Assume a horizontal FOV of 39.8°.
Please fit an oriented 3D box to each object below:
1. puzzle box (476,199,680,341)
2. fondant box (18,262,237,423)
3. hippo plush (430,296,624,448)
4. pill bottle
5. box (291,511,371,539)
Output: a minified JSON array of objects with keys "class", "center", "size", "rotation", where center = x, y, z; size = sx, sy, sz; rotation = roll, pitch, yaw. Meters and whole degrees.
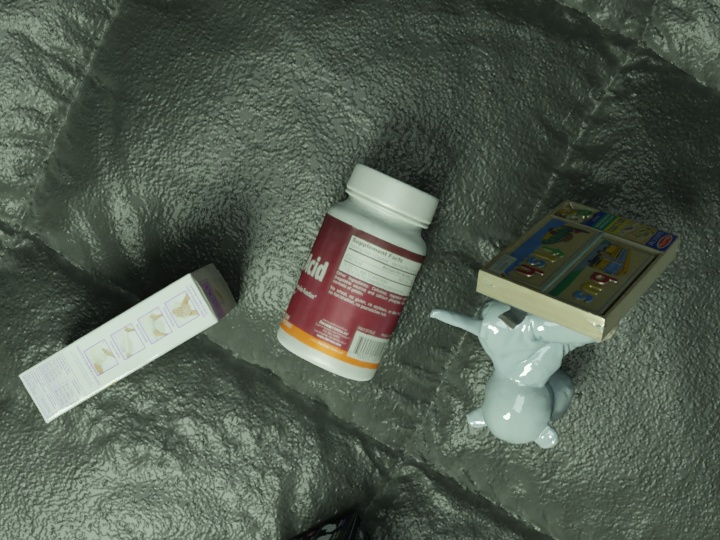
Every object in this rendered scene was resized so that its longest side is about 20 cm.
[{"class":"puzzle box","center":[0.217,-0.007,0.974],"size":[0.132,0.199,0.026],"rotation":[22,125,27]},{"class":"fondant box","center":[-0.232,0.070,1.022],"size":[0.198,0.144,0.059],"rotation":[-32,94,3]},{"class":"hippo plush","center":[0.186,0.097,1.009],"size":[0.157,0.199,0.164],"rotation":[5,107,31]},{"class":"pill bottle","center":[0.000,0.000,1.031],"size":[0.113,0.114,0.203],"rotation":[23,94,-2]},{"class":"box","center":[-0.018,0.387,1.049],"size":[0.113,0.132,0.202],"rotation":[-25,95,14]}]
